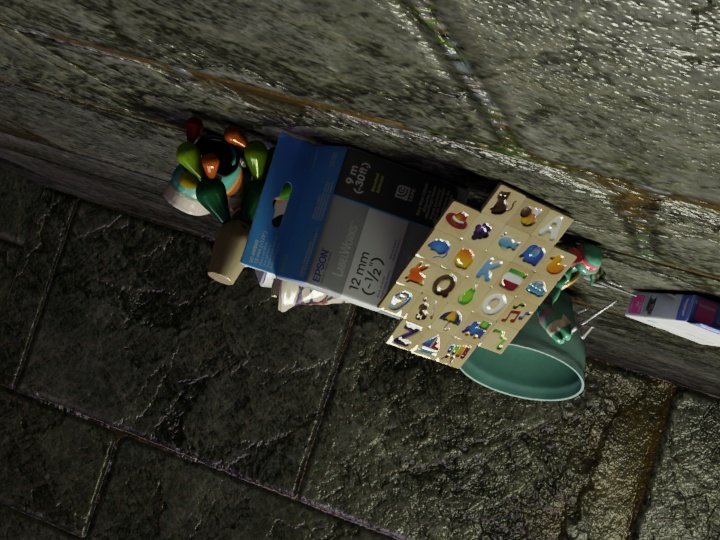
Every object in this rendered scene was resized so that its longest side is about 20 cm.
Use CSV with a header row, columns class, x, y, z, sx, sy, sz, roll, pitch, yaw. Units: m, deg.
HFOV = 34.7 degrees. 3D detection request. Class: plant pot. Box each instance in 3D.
class,x,y,z,sx,sy,sz,roll,pitch,yaw
plant pot,0.255,0.096,1.764,0.198,0.136,0.201,14,155,6

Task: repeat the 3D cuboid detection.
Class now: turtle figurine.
class,x,y,z,sx,sy,sz,roll,pitch,yaw
turtle figurine,0.217,0.016,1.284,0.149,0.102,0.199,-33,-173,-41

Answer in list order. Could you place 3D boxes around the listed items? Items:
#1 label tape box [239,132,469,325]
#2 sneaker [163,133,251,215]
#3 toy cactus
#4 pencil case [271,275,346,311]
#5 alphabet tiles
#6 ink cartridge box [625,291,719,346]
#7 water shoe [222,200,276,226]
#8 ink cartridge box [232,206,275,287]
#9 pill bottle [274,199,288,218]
class,x,y,z,sx,sy,sz,roll,pitch,yaw
label tape box,-0.006,-0.043,1.165,0.198,0.145,0.066,19,177,-10
sneaker,-0.168,-0.124,1.395,0.071,0.080,0.200,33,-161,3
toy cactus,-0.131,-0.066,1.283,0.199,0.167,0.102,31,160,-26
pencil case,0.000,0.000,1.249,0.197,0.079,0.090,-4,152,-4
alphabet tiles,0.115,0.010,1.126,0.165,0.201,0.006,20,-153,-31
ink cartridge box,0.422,0.062,1.415,0.118,0.042,0.200,19,179,-11
water shoe,-0.128,-0.047,1.450,0.071,0.079,0.200,32,-143,1
ink cartridge box,-0.085,-0.052,1.587,0.161,0.057,0.201,6,-137,-29
pill bottle,-0.018,-0.045,1.432,0.111,0.114,0.199,15,176,36
